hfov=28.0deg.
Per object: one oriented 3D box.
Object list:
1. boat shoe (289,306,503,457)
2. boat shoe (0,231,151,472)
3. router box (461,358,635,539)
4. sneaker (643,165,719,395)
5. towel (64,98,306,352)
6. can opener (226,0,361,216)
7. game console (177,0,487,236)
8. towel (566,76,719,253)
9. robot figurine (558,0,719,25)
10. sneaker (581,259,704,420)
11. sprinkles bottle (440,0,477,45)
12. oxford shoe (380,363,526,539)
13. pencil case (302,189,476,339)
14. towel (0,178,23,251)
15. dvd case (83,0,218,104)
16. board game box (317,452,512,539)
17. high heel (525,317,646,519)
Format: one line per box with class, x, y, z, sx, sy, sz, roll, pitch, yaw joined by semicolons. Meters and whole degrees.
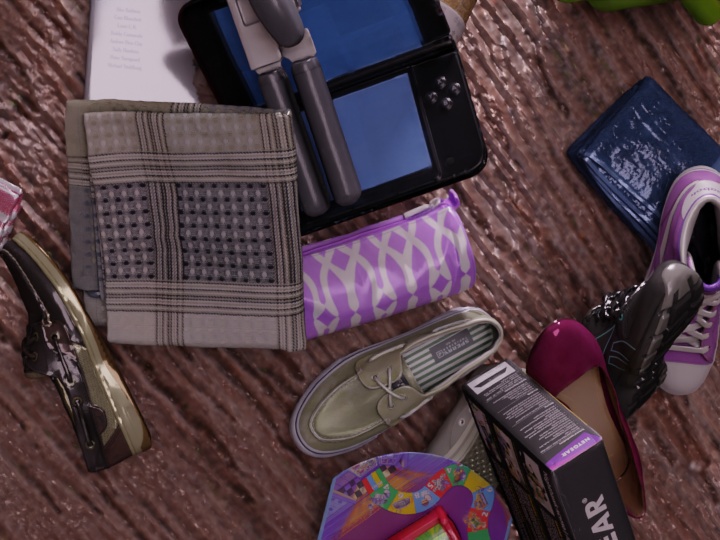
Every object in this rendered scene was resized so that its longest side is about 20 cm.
boat shoe;0.029;0.087;1.199;0.199;0.062;0.072;-33;92;-11
boat shoe;-0.236;0.067;1.143;0.064;0.073;0.201;-31;92;-17
router box;0.159;0.187;1.136;0.051;0.149;0.201;-28;119;-11
sneaker;0.271;0.023;1.200;0.072;0.114;0.203;2;109;5
towel;-0.140;-0.033;1.118;0.198;0.035;0.195;4;109;19
can opener;-0.054;-0.138;1.087;0.053;0.067;0.202;-17;99;11
game console;-0.021;-0.140;1.126;0.198;0.119;0.174;-18;68;11
towel;0.284;-0.068;1.272;0.200;0.049;0.112;45;78;-4
robot figurine;0.258;-0.291;1.251;0.198;0.116;0.177;-12;68;-12
sneaker;0.217;0.050;1.178;0.075;0.201;0.079;-36;67;-27
sprinkles bottle;0.039;-0.176;1.221;0.068;0.068;0.201;26;81;-8
oxford shoe;0.079;0.161;1.210;0.075;0.058;0.201;32;94;-34
pencil case;0.000;0.000;1.189;0.198;0.084;0.086;-19;123;-14
towel;-0.373;-0.006;1.144;0.145;0.030;0.201;27;81;-7
dvd case;-0.156;-0.194;1.209;0.141;0.018;0.202;4;84;-10
board game box;0.040;0.249;1.168;0.156;0.039;0.202;12;102;-11
high heel;0.191;0.118;1.157;0.067;0.200;0.096;-35;50;-3
